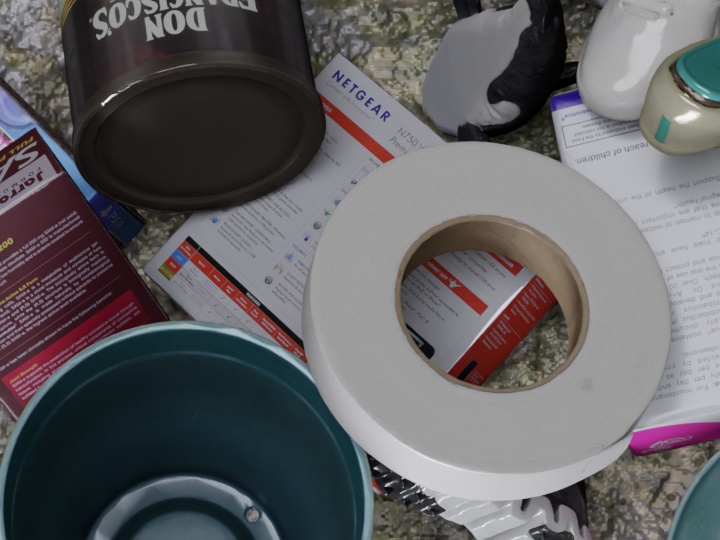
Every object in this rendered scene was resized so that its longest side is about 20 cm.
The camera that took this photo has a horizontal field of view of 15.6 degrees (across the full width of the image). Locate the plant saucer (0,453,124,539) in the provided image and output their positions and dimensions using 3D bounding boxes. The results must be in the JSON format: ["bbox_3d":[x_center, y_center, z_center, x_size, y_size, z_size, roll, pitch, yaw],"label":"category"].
[{"bbox_3d":[-0.214,0.208,1.582,0.199,0.029,0.201,-2,78,10],"label":"plant saucer"}]

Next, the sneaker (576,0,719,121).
[{"bbox_3d":[0.180,-0.179,1.472,0.075,0.089,0.200,28,73,30],"label":"sneaker"}]

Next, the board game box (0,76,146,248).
[{"bbox_3d":[-0.262,-0.020,1.604,0.200,0.097,0.159,-45,74,-1],"label":"board game box"}]

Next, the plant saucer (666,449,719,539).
[{"bbox_3d":[0.270,0.175,1.477,0.199,0.036,0.201,0,88,14],"label":"plant saucer"}]

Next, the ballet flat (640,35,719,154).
[{"bbox_3d":[0.230,-0.111,1.453,0.199,0.070,0.070,-22,70,-34],"label":"ballet flat"}]

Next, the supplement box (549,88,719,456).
[{"bbox_3d":[0.181,-0.005,1.512,0.103,0.101,0.201,-14,75,8],"label":"supplement box"}]

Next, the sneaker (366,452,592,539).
[{"bbox_3d":[0.062,0.098,1.485,0.066,0.200,0.091,-24,43,35],"label":"sneaker"}]

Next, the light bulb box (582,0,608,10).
[{"bbox_3d":[0.066,-0.274,1.515,0.200,0.198,0.125,31,84,39],"label":"light bulb box"}]

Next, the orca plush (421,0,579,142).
[{"bbox_3d":[0.099,-0.130,1.523,0.071,0.200,0.106,-3,62,-18],"label":"orca plush"}]

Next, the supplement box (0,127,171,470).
[{"bbox_3d":[-0.175,0.028,1.522,0.109,0.200,0.061,-34,39,-4],"label":"supplement box"}]

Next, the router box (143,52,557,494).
[{"bbox_3d":[0.000,0.000,1.553,0.180,0.049,0.200,-47,62,-1],"label":"router box"}]

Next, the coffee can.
[{"bbox_3d":[-0.107,-0.156,1.553,0.146,0.147,0.201,-16,58,7],"label":"coffee can"}]

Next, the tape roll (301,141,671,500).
[{"bbox_3d":[0.068,0.026,1.415,0.201,0.037,0.204,5,61,-9],"label":"tape roll"}]

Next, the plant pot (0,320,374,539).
[{"bbox_3d":[-0.097,0.152,1.472,0.199,0.188,0.201,1,71,-3],"label":"plant pot"}]
